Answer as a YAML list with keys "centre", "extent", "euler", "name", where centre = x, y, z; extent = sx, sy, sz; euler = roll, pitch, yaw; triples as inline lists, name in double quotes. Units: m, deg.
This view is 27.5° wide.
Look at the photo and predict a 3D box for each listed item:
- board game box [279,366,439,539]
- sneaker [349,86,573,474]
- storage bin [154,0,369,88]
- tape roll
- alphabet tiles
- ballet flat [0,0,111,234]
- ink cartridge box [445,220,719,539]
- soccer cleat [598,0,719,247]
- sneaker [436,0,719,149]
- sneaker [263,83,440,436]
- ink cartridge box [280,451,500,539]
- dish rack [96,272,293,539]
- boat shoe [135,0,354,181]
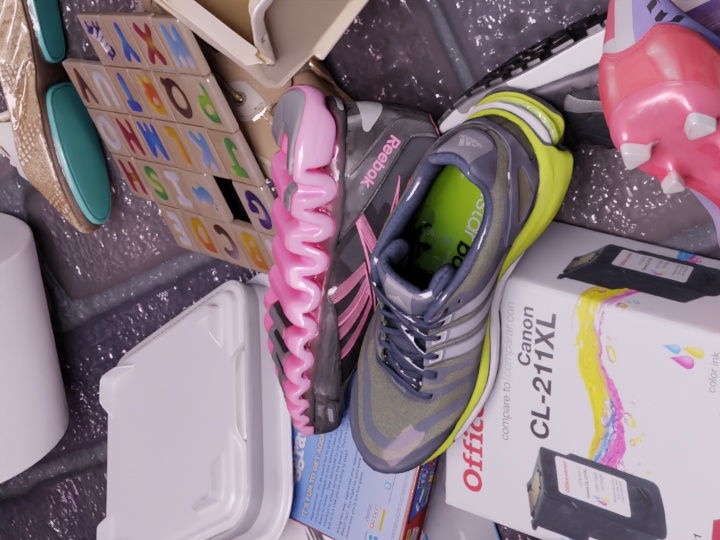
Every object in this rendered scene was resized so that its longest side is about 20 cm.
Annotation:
- centre: [0.009, 0.052, 0.814]
  extent: [0.102, 0.019, 0.202]
  euler: [18, 97, 40]
  name: "board game box"
- centre: [0.030, 0.012, 0.688]
  extent: [0.074, 0.081, 0.201]
  euler: [29, 117, 25]
  name: "sneaker"
- centre: [-0.057, -0.224, 0.688]
  extent: [0.200, 0.094, 0.199]
  euler: [38, 90, 17]
  name: "storage bin"
- centre: [-0.307, 0.057, 0.992]
  extent: [0.201, 0.202, 0.140]
  euler: [7, 115, 35]
  name: "tape roll"
- centre: [-0.112, -0.075, 0.855]
  extent: [0.199, 0.008, 0.168]
  euler: [16, 137, 55]
  name: "alphabet tiles"
- centre: [-0.213, -0.117, 0.934]
  extent: [0.065, 0.070, 0.202]
  euler: [-12, 94, 14]
  name: "ballet flat"
- centre: [0.144, 0.070, 0.734]
  extent: [0.199, 0.083, 0.147]
  euler: [15, 118, 32]
  name: "ink cartridge box"
- centre: [0.163, -0.051, 0.627]
  extent: [0.066, 0.199, 0.077]
  euler: [-20, 58, 33]
  name: "soccer cleat"
- centre: [0.124, -0.077, 0.693]
  extent: [0.199, 0.076, 0.088]
  euler: [-22, 101, 42]
  name: "sneaker"
- centre: [0.000, 0.000, 0.765]
  extent: [0.079, 0.095, 0.201]
  euler: [-118, 29, -55]
  name: "sneaker"
- centre: [-0.018, 0.159, 0.910]
  extent: [0.199, 0.068, 0.117]
  euler: [-12, 101, 41]
  name: "ink cartridge box"
- centre: [-0.111, 0.102, 0.905]
  extent: [0.200, 0.043, 0.173]
  euler: [-32, 53, 47]
  name: "dish rack"
- centre: [-0.056, -0.106, 0.818]
  extent: [0.199, 0.071, 0.065]
  euler: [32, 127, 24]
  name: "boat shoe"
